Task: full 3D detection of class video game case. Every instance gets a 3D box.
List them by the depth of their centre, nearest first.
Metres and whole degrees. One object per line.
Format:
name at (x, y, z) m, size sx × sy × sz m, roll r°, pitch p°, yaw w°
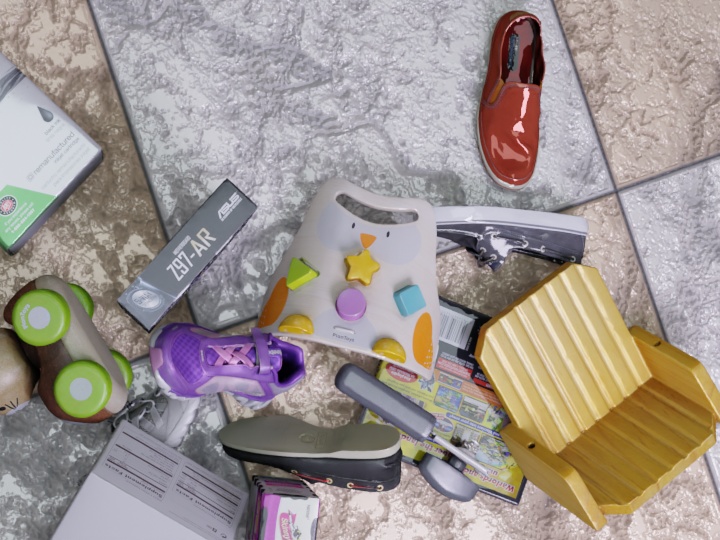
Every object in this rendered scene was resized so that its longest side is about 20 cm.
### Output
video game case at (0.111, 0.137, 1.677) m, size 0.198 × 0.025 × 0.182 m, roll 22°, pitch 84°, yaw -7°

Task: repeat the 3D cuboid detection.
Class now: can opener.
can opener at (0.054, 0.171, 1.626) m, size 0.199 × 0.053 × 0.067 m, roll 38°, pitch 83°, yaw -5°

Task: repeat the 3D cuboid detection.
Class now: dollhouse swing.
dollhouse swing at (0.250, 0.119, 1.613) m, size 0.199 × 0.181 × 0.177 m, roll -35°, pitch 123°, yaw -16°

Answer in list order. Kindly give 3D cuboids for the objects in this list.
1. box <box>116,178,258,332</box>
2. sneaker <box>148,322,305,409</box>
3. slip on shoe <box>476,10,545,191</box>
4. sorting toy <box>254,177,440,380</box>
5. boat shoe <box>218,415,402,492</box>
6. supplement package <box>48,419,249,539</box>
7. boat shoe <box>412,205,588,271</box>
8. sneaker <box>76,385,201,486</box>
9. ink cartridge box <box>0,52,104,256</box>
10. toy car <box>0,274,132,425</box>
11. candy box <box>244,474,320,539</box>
box at (-0.177, -0.010, 1.554) m, size 0.043 × 0.200 × 0.160 m, roll 42°, pitch 83°, yaw -4°
sneaker at (-0.129, 0.091, 1.560) m, size 0.088 × 0.199 × 0.081 m, roll -16°, pitch 71°, yaw 35°
slip on shoe at (0.170, -0.189, 1.685) m, size 0.073 × 0.061 × 0.203 m, roll 5°, pitch 87°, yaw -10°
sorting toy at (0.000, 0.000, 1.616) m, size 0.198 × 0.107 × 0.182 m, roll 13°, pitch 79°, yaw 3°
boat shoe at (-0.053, 0.195, 1.612) m, size 0.199 × 0.074 × 0.064 m, roll 4°, pitch 118°, yaw 13°
supplement package at (-0.232, 0.285, 1.533) m, size 0.155 × 0.111 × 0.201 m, roll 31°, pitch 112°, yaw -5°
boat shoe at (0.153, -0.032, 1.675) m, size 0.198 × 0.070 × 0.067 m, roll 5°, pitch 85°, yaw -16°
sneaker at (-0.225, 0.161, 1.600) m, size 0.081 × 0.075 × 0.201 m, roll 29°, pitch 84°, yaw -7°
ink cartridge box at (-0.387, -0.137, 1.589) m, size 0.200 × 0.084 × 0.146 m, roll 43°, pitch 82°, yaw -3°
toy car at (-0.351, 0.115, 1.549) m, size 0.199 × 0.164 × 0.159 m, roll -31°, pitch 91°, yaw 1°
candy box at (-0.084, 0.285, 1.551) m, size 0.060 × 0.200 × 0.138 m, roll 7°, pitch 87°, yaw -7°
